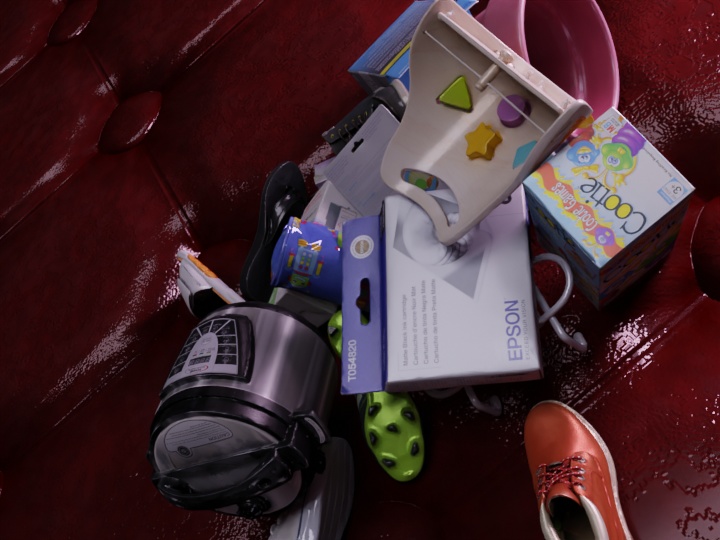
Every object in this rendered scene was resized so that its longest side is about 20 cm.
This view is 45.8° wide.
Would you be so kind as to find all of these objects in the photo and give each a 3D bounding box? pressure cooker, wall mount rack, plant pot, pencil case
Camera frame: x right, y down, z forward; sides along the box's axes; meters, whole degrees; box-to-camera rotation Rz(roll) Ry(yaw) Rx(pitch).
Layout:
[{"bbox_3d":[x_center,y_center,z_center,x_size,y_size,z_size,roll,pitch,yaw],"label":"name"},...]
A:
[{"bbox_3d":[-0.116,0.153,0.866,0.201,0.178,0.176,-75,7,-49],"label":"pressure cooker"},{"bbox_3d":[0.142,0.046,0.890,0.200,0.074,0.174,-42,48,22],"label":"wall mount rack"},{"bbox_3d":[0.176,-0.226,1.000,0.178,0.200,0.201,-12,52,47],"label":"plant pot"},{"bbox_3d":[0.000,0.000,0.942,0.087,0.199,0.078,-89,18,-49],"label":"pencil case"}]

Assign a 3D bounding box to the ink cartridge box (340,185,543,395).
[{"bbox_3d":[0.070,0.016,0.833,0.199,0.041,0.201,-8,65,15],"label":"ink cartridge box"}]

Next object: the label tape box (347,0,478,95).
[{"bbox_3d":[0.079,-0.290,1.137,0.143,0.066,0.200,-46,26,-2],"label":"label tape box"}]

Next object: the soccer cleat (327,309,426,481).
[{"bbox_3d":[0.023,0.133,0.931,0.067,0.081,0.201,-27,70,8],"label":"soccer cleat"}]

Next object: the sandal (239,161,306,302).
[{"bbox_3d":[-0.103,-0.050,1.136,0.048,0.075,0.202,-1,69,40],"label":"sandal"}]

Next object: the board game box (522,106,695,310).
[{"bbox_3d":[0.231,-0.050,0.803,0.103,0.200,0.105,-40,71,4],"label":"board game box"}]

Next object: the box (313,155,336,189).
[{"bbox_3d":[0.031,-0.154,1.136,0.199,0.041,0.039,-22,47,19],"label":"box"}]

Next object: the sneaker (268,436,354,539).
[{"bbox_3d":[-0.060,0.269,0.885,0.070,0.073,0.201,-1,60,29],"label":"sneaker"}]

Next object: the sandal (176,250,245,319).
[{"bbox_3d":[-0.199,0.040,1.132,0.059,0.079,0.206,-48,48,-8],"label":"sandal"}]

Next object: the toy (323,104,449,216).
[{"bbox_3d":[0.065,-0.084,0.991,0.200,0.047,0.115,48,120,6],"label":"toy"}]

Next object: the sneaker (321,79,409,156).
[{"bbox_3d":[0.018,-0.170,1.046,0.106,0.075,0.200,-39,12,-2],"label":"sneaker"}]

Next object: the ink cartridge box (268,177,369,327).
[{"bbox_3d":[-0.045,-0.033,1.049,0.117,0.067,0.201,-41,27,63],"label":"ink cartridge box"}]

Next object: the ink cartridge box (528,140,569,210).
[{"bbox_3d":[0.154,-0.105,0.938,0.039,0.100,0.200,-32,0,-30],"label":"ink cartridge box"}]

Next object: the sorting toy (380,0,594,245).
[{"bbox_3d":[0.104,-0.124,0.810,0.180,0.107,0.200,-50,54,15],"label":"sorting toy"}]

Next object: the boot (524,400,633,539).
[{"bbox_3d":[0.186,0.189,0.753,0.075,0.107,0.201,-29,46,16],"label":"boot"}]
